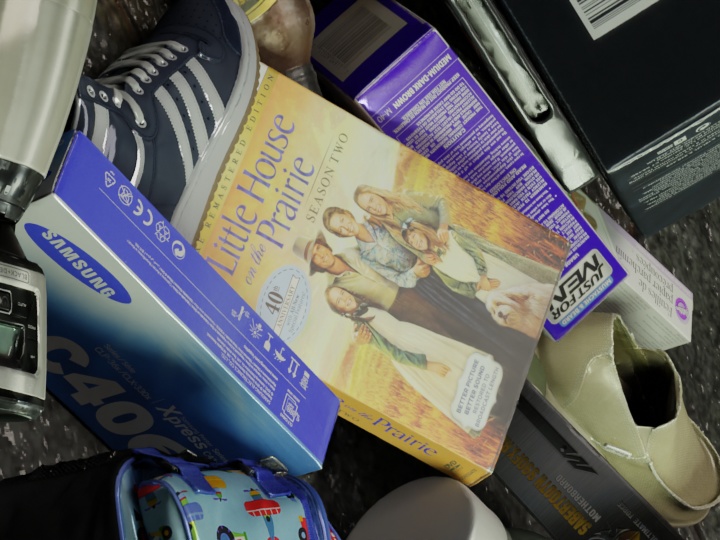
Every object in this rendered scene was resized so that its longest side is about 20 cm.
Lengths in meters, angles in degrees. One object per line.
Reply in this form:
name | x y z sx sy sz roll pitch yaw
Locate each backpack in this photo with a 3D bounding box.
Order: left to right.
backpack | -0.062 0.171 1.190 0.200 0.134 0.183 14 64 -55

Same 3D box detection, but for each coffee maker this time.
coffee maker | -0.192 -0.043 1.098 0.134 0.192 0.201 14 83 -28

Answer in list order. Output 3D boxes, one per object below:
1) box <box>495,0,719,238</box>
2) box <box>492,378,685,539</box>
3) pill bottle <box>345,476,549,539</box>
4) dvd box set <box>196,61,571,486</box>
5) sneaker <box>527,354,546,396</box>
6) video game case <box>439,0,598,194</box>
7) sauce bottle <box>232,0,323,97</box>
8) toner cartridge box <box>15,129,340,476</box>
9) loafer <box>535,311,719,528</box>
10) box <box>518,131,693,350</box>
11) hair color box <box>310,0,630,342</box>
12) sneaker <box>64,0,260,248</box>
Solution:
box | 0.156 -0.147 1.568 0.200 0.124 0.197 60 7 15
box | 0.135 0.141 1.399 0.158 0.048 0.200 47 0 -44
pill bottle | 0.078 0.200 1.393 0.200 0.114 0.115 47 40 -33
dvd box set | 0.000 0.000 1.360 0.200 0.029 0.147 30 60 -13
sneaker | 0.030 0.021 1.468 0.200 0.067 0.090 37 32 -35
video game case | 0.063 -0.151 1.537 0.181 0.025 0.200 56 4 -22
sauce bottle | -0.062 -0.152 1.410 0.065 0.065 0.201 -28 96 -57
toner cartridge box | -0.106 0.027 1.231 0.200 0.095 0.043 47 40 -31
loafer | 0.169 0.091 1.621 0.200 0.068 0.076 40 44 -38
box | 0.136 -0.013 1.652 0.200 0.041 0.039 39 45 -38
hair color box | 0.055 -0.062 1.490 0.200 0.065 0.109 51 -3 -30
sneaker | -0.115 -0.083 1.294 0.109 0.070 0.201 46 44 -36
